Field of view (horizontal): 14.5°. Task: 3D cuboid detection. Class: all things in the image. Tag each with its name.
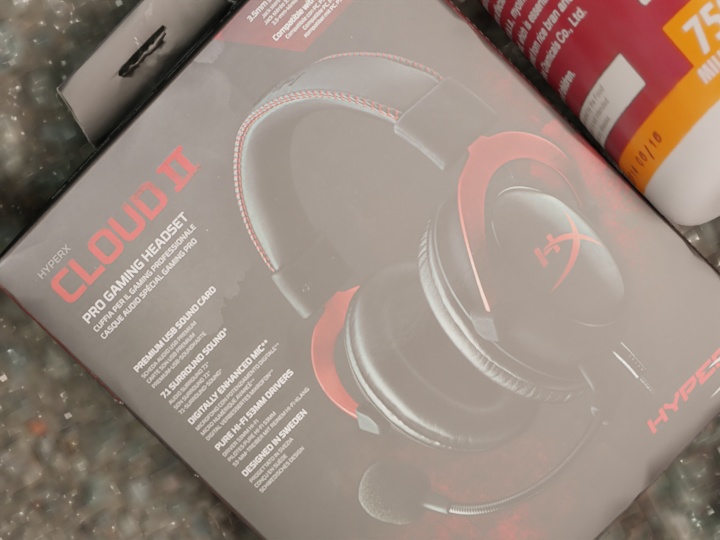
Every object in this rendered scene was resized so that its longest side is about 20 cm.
[{"bbox_3d":[0.067,-0.120,0.789,0.113,0.113,0.200,-41,80,3],"label":"pill bottle"},{"bbox_3d":[0.000,0.000,0.826,0.149,0.075,0.200,-45,94,3],"label":"headset box"}]
